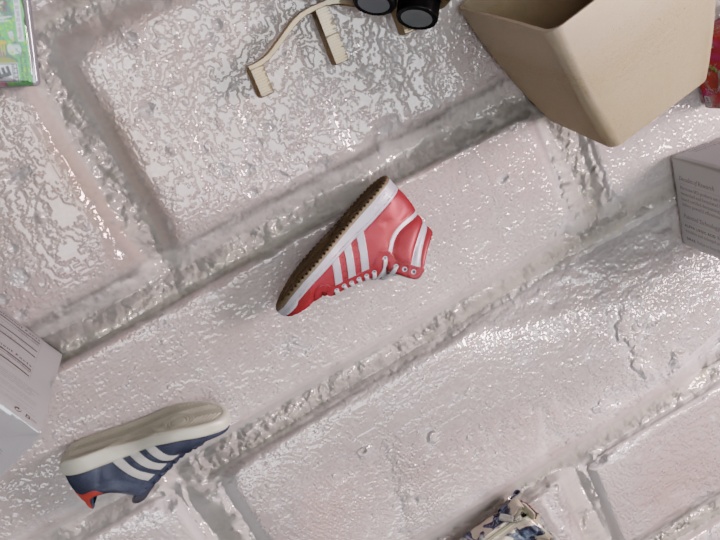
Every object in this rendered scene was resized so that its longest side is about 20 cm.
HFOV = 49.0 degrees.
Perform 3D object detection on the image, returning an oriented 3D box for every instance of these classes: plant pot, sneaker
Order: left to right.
[{"bbox_3d":[-0.239,0.218,0.918,0.199,0.075,0.085,-17,107,0],"label":"sneaker"},{"bbox_3d":[0.000,0.000,0.920,0.112,0.071,0.200,43,89,-18],"label":"sneaker"},{"bbox_3d":[0.262,-0.256,0.865,0.199,0.200,0.177,-36,122,-3],"label":"plant pot"}]

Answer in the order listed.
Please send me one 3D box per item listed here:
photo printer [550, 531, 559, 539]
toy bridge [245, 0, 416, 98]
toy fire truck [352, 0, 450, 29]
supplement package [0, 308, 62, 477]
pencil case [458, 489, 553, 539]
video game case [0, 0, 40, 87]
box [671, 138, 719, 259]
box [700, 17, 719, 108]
[{"bbox_3d":[0.260,0.489,1.124,0.166,0.069,0.200,-39,111,-2],"label":"photo printer"},{"bbox_3d":[-0.034,-0.259,0.863,0.199,0.027,0.068,-26,109,-8],"label":"toy bridge"},{"bbox_3d":[0.037,-0.320,0.755,0.175,0.200,0.130,13,76,-18],"label":"toy fire truck"},{"bbox_3d":[-0.384,0.125,0.783,0.114,0.200,0.110,-46,112,0],"label":"supplement package"},{"bbox_3d":[0.160,0.386,1.064,0.200,0.078,0.090,-37,131,-2],"label":"pencil case"},{"bbox_3d":[-0.416,-0.278,0.759,0.181,0.022,0.202,-5,106,-13],"label":"video game case"},{"bbox_3d":[0.530,-0.097,0.967,0.198,0.200,0.132,-20,111,-8],"label":"box"},{"bbox_3d":[0.488,-0.248,0.913,0.095,0.200,0.100,-28,110,-8],"label":"box"}]
